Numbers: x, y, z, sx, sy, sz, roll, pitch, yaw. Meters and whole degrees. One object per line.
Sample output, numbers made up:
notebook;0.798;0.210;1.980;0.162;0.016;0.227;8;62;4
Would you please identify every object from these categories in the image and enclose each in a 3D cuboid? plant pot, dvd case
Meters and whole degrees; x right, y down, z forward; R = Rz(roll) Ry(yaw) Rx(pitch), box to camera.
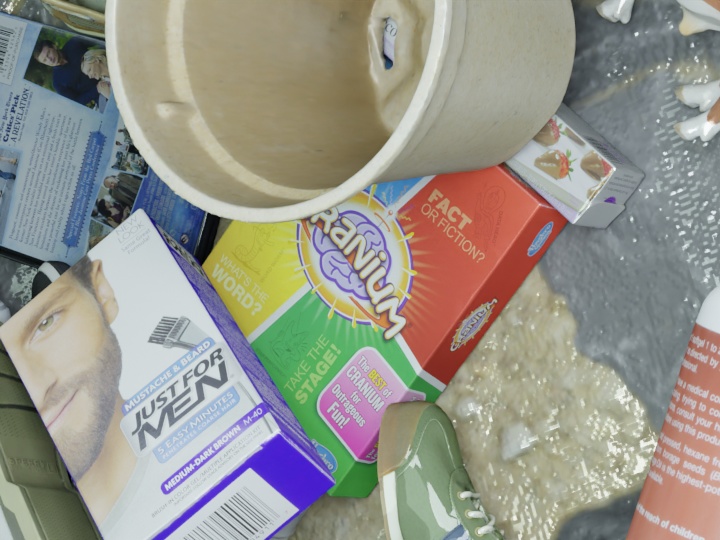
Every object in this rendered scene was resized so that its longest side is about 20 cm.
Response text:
plant pot;0.008;-0.120;1.238;0.200;0.183;0.201;-1;89;35
dvd case;-0.163;-0.065;1.483;0.200;0.018;0.143;18;95;30

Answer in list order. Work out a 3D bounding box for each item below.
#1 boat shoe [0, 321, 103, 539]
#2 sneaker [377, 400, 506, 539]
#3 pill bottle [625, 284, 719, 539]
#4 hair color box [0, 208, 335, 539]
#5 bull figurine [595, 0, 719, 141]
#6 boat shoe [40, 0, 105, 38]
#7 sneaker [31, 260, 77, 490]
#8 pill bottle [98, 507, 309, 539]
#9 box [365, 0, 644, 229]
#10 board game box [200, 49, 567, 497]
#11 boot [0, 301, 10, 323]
boat shoe;-0.200;0.110;1.361;0.068;0.075;0.200;-44;48;24
sneaker;0.068;0.164;1.299;0.090;0.067;0.200;-8;85;25
pill bottle;0.204;0.074;1.197;0.112;0.112;0.200;20;96;31
hair color box;-0.106;0.070;1.313;0.109;0.065;0.200;-40;43;4
bull figurine;0.168;-0.161;1.270;0.121;0.065;0.200;-50;57;25
boat shoe;-0.106;-0.157;1.424;0.200;0.076;0.072;1;85;30
sneaker;-0.191;0.093;1.433;0.072;0.083;0.200;157;111;-73
pill bottle;-0.113;0.181;1.376;0.109;0.109;0.200;43;106;27
box;0.067;-0.098;1.338;0.200;0.041;0.039;44;107;25
board game box;0.000;0.000;1.367;0.153;0.040;0.200;42;106;27
boot;-0.282;-0.017;1.500;0.200;0.074;0.096;13;103;41
